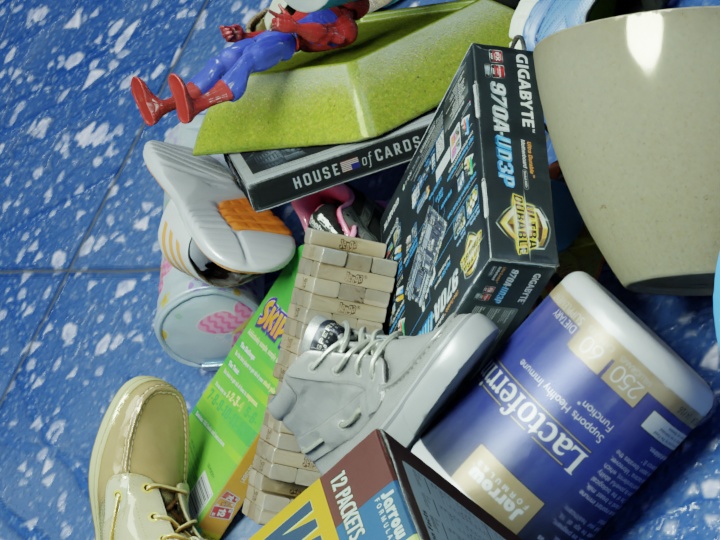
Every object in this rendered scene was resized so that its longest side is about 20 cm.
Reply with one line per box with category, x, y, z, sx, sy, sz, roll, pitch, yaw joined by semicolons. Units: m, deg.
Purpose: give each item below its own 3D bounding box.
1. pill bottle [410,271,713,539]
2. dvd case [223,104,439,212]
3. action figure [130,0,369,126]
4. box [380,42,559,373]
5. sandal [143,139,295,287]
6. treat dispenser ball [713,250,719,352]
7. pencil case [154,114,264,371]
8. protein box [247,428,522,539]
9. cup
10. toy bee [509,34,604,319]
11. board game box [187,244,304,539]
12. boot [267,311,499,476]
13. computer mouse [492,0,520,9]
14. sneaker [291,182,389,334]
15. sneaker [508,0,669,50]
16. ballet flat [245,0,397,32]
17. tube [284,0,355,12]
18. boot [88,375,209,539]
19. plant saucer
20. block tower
pill bottle;0.101;0.109;1.559;0.200;0.116;0.116;-48;33;5
dvd case;-0.017;-0.090;1.859;0.149;0.025;0.200;-19;14;-4
action figure;-0.064;-0.152;1.815;0.199;0.052;0.065;-27;13;-40
box;0.063;-0.018;1.652;0.200;0.046;0.160;118;155;-52
sandal;-0.106;-0.028;1.869;0.207;0.079;0.060;51;127;59
treat dispenser ball;0.279;0.017;1.359;0.200;0.201;0.202;-30;38;27
pencil case;-0.108;-0.022;1.961;0.201;0.083;0.091;-92;11;-45
protein box;0.017;0.235;1.457;0.198;0.200;0.135;-41;34;14
cup;0.202;-0.062;1.565;0.200;0.200;0.144;-10;78;45
toy bee;0.138;-0.033;1.678;0.131;0.108;0.201;-127;48;-70
board game box;-0.071;0.085;1.821;0.201;0.030;0.096;-59;29;22
boot;0.004;0.062;1.600;0.074;0.096;0.200;-42;-7;-40
computer mouse;0.131;-0.244;1.932;0.138;0.053;0.200;-37;23;22
sneaker;0.000;0.000;1.804;0.079;0.095;0.200;-40;35;10
sneaker;0.185;-0.212;1.823;0.089;0.078;0.201;20;80;44
ballet flat;-0.009;-0.224;2.056;0.200;0.067;0.068;-40;35;15
tube;0.021;-0.216;1.855;0.077;0.051;0.200;-20;-1;40
boot;-0.115;0.174;1.753;0.155;0.073;0.201;5;84;51
plant saucer;0.003;-0.142;1.883;0.199;0.048;0.199;-29;18;-38
block tower;-0.027;0.076;1.718;0.058;0.054;0.201;-167;89;-75
